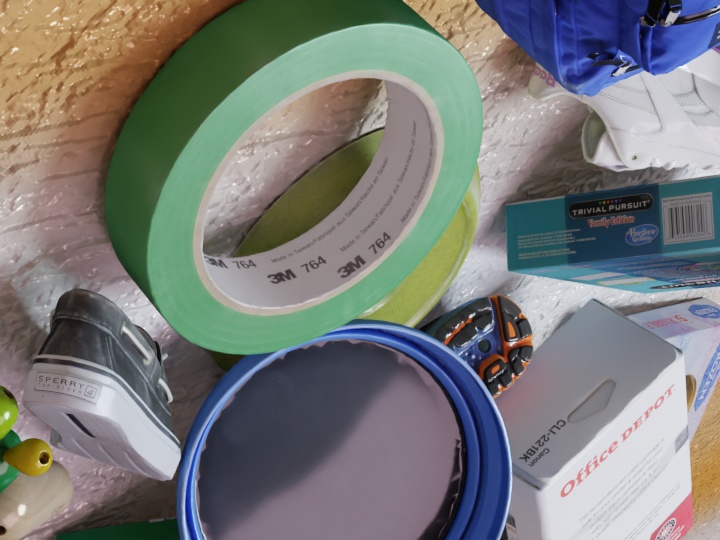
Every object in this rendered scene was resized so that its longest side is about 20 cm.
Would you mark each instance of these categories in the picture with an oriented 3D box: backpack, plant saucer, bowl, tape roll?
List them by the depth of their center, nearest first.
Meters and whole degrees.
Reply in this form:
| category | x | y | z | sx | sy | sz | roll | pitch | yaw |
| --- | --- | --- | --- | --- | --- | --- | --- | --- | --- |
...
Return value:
| category | x | y | z | sx | sy | sz | roll | pitch | yaw |
| --- | --- | --- | --- | --- | --- | --- | --- | --- | --- |
| backpack | 0.127 | -0.175 | 0.930 | 0.162 | 0.168 | 0.200 | -29 | 153 | -12 |
| tape roll | -0.031 | -0.050 | 0.984 | 0.200 | 0.048 | 0.201 | -24 | 138 | -23 |
| bowl | -0.011 | 0.124 | 1.115 | 0.200 | 0.039 | 0.201 | -4 | 103 | -18 |
| plant saucer | 0.000 | 0.000 | 1.143 | 0.200 | 0.031 | 0.200 | -32 | 150 | -21 |

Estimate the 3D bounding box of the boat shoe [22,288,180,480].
| category | x | y | z | sx | sy | sz | roll | pitch | yaw |
| --- | --- | --- | --- | --- | --- | --- | --- | --- | --- |
| boat shoe | -0.126 | 0.062 | 1.019 | 0.200 | 0.072 | 0.071 | 92 | 13 | -74 |

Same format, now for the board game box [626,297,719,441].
| category | x | y | z | sx | sy | sz | roll | pitch | yaw |
| --- | --- | --- | --- | --- | --- | --- | --- | --- | --- |
| board game box | 0.205 | 0.125 | 1.496 | 0.199 | 0.041 | 0.200 | -9 | 124 | -56 |

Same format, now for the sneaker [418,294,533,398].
| category | x | y | z | sx | sy | sz | roll | pitch | yaw |
| --- | --- | --- | --- | --- | --- | --- | --- | --- | --- |
| sneaker | 0.020 | 0.088 | 1.237 | 0.200 | 0.075 | 0.078 | -29 | -177 | -16 |

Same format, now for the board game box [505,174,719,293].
| category | x | y | z | sx | sy | sz | roll | pitch | yaw |
| --- | --- | --- | --- | --- | --- | --- | --- | --- | --- |
| board game box | 0.209 | -0.021 | 1.272 | 0.151 | 0.047 | 0.200 | -6 | 172 | 33 |

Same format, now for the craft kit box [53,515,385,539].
| category | x | y | z | sx | sy | sz | roll | pitch | yaw |
| --- | --- | --- | --- | --- | --- | --- | --- | --- | --- |
| craft kit box | -0.085 | 0.218 | 1.232 | 0.200 | 0.049 | 0.198 | -7 | 141 | -7 |

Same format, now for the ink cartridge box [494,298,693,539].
| category | x | y | z | sx | sy | sz | roll | pitch | yaw |
| --- | --- | --- | --- | --- | --- | --- | --- | --- | --- |
| ink cartridge box | 0.148 | 0.140 | 1.307 | 0.144 | 0.084 | 0.200 | -40 | 143 | -23 |

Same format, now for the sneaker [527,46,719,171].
| category | x | y | z | sx | sy | sz | roll | pitch | yaw |
| --- | --- | --- | --- | --- | --- | --- | --- | --- | --- |
| sneaker | 0.187 | -0.090 | 1.133 | 0.200 | 0.075 | 0.100 | 31 | 103 | -15 |

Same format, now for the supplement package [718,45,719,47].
| category | x | y | z | sx | sy | sz | roll | pitch | yaw |
| --- | --- | --- | --- | --- | --- | --- | --- | --- | --- |
| supplement package | 0.310 | -0.176 | 1.214 | 0.200 | 0.111 | 0.156 | -34 | 151 | -18 |

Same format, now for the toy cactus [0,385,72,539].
| category | x | y | z | sx | sy | sz | roll | pitch | yaw |
| --- | --- | --- | --- | --- | --- | --- | --- | --- | --- |
| toy cactus | -0.207 | 0.132 | 1.010 | 0.165 | 0.102 | 0.200 | -14 | 132 | -58 |
